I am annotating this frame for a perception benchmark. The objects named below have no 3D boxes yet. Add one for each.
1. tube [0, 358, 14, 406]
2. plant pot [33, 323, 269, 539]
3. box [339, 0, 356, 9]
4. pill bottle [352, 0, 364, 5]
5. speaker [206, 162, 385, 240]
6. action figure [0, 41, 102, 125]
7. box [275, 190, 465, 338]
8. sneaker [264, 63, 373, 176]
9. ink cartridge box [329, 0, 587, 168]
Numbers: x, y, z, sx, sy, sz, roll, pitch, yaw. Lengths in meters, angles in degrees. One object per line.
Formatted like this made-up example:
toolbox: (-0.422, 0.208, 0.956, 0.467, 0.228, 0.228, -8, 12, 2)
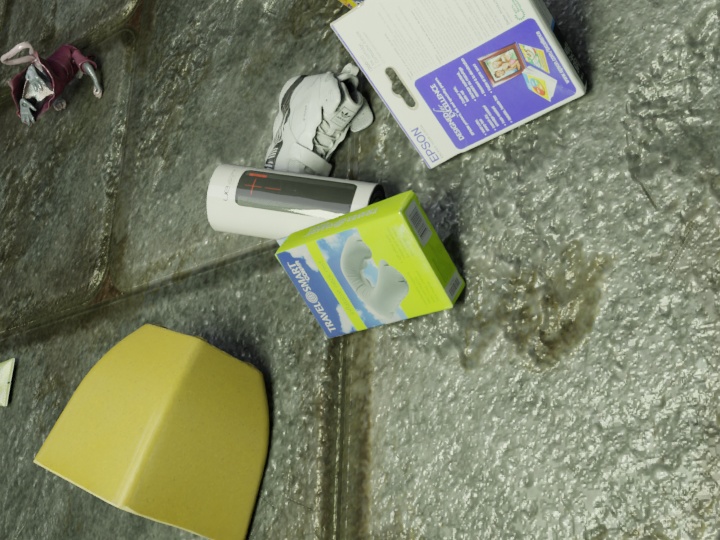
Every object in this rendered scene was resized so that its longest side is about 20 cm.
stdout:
tube: (-0.632, 0.196, 1.649, 0.198, 0.052, 0.059, -14, 105, 35)
plant pot: (-0.221, 0.179, 1.172, 0.192, 0.195, 0.203, 9, 73, 44)
box: (0.006, -0.446, 1.256, 0.201, 0.121, 0.193, -52, 46, 15)
pill bottle: (0.050, -0.318, 1.099, 0.110, 0.199, 0.113, -29, 45, 34)
speaker: (-0.075, -0.072, 1.153, 0.196, 0.081, 0.083, 10, 78, 17)
action figure: (-0.519, -0.332, 1.684, 0.132, 0.150, 0.201, -17, 29, 27)
box: (0.000, 0.000, 1.082, 0.198, 0.123, 0.048, -17, 24, 37)
sneaker: (-0.051, -0.159, 1.224, 0.114, 0.075, 0.204, -14, 61, 41)
ink cartridge box: (0.101, -0.228, 1.034, 0.198, 0.199, 0.044, -23, 26, 32)
